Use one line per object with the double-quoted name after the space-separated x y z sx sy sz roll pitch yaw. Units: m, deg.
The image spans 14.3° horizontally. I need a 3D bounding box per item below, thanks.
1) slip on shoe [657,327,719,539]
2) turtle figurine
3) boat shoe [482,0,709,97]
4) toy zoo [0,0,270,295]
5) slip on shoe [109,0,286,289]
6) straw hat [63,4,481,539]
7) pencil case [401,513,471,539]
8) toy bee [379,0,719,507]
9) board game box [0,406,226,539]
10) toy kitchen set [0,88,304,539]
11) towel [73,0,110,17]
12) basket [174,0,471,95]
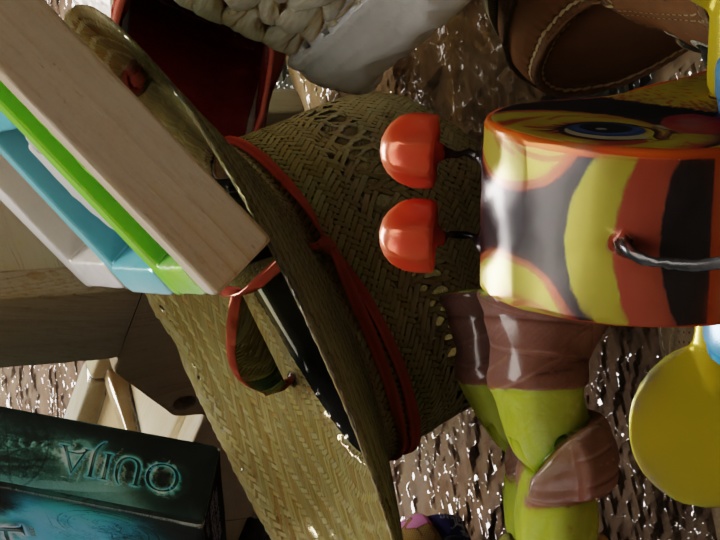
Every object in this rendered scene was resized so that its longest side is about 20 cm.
0.109 0.069 0.657 0.076 0.060 0.201 112 144 -43 "slip on shoe"
0.051 0.083 0.704 0.200 0.064 0.162 -3 -94 -83 "turtle figurine"
0.085 -0.078 0.670 0.200 0.072 0.068 129 125 -62 "boat shoe"
-0.097 -0.047 0.746 0.131 0.020 0.200 47 169 -12 "toy zoo"
-0.049 -0.092 0.910 0.061 0.074 0.201 127 156 -59 "slip on shoe"
0.000 0.000 0.781 0.202 0.085 0.201 57 163 27 "straw hat"
-0.057 0.130 0.854 0.083 0.199 0.087 -115 20 -45 "pencil case"
0.064 -0.022 0.567 0.108 0.200 0.132 8 84 22 "toy bee"
-0.111 0.091 0.947 0.200 0.134 0.028 91 -170 -67 "board game box"
-0.126 0.003 1.006 0.200 0.179 0.164 114 143 -47 "toy kitchen set"
-0.106 -0.197 1.098 0.132 0.034 0.201 -149 58 -61 "towel"
-0.013 -0.181 0.671 0.198 0.160 0.201 141 149 -67 "basket"
